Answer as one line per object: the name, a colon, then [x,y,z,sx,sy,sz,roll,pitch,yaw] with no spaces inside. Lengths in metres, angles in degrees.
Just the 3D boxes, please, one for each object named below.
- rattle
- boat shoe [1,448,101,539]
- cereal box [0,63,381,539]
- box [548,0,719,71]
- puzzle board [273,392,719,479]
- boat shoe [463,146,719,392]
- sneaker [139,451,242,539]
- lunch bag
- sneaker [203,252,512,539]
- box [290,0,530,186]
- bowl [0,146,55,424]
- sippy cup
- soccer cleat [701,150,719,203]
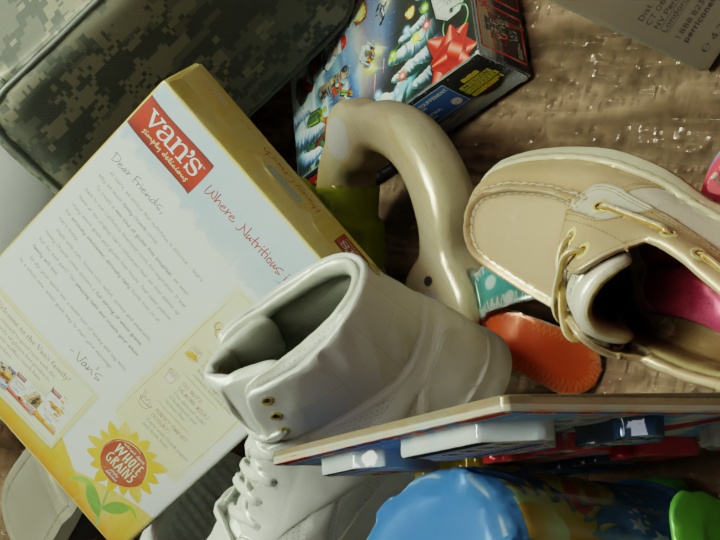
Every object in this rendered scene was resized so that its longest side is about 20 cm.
rattle: [0.000,0.000,1.116,0.200,0.142,0.131,51,123,46]
boat shoe: [-0.123,0.091,1.274,0.200,0.063,0.073,-44,63,46]
cereal box: [-0.095,0.020,1.134,0.144,0.040,0.200,49,120,2]
box: [0.083,-0.188,1.052,0.109,0.200,0.128,-57,39,17]
puzzle board: [0.073,0.068,0.956,0.200,0.150,0.017,-22,70,62]
boat shoe: [0.112,0.002,0.991,0.200,0.069,0.074,18,125,40]
sneaker: [-0.107,0.187,1.226,0.082,0.074,0.201,-1,71,51]
lunch bag: [-0.125,-0.149,1.246,0.200,0.139,0.168,-45,48,1]
sneaker: [-0.040,0.077,1.058,0.200,0.115,0.074,-48,36,12]
box: [0.016,-0.154,1.253,0.137,0.040,0.201,-33,50,37]
bowl: [-0.203,0.006,1.374,0.200,0.074,0.200,-85,16,-86]
sippy cup: [0.071,0.139,0.975,0.178,0.130,0.140,-59,39,14]
soccer cleat: [0.215,-0.066,0.957,0.076,0.067,0.200,-41,0,-42]
